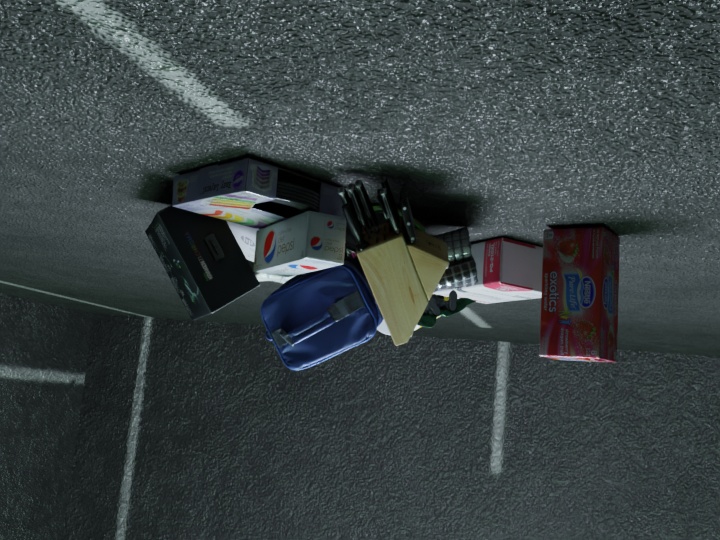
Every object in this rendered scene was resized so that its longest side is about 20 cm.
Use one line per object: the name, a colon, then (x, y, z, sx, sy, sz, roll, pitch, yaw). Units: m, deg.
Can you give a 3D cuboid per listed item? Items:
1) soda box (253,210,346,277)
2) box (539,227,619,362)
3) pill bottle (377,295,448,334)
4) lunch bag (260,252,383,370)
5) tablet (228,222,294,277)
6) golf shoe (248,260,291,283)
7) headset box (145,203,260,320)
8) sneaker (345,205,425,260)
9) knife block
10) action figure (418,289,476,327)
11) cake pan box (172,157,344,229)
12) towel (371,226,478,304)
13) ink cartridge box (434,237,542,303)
soda box: (-0.093, -0.035, 1.190, 0.063, 0.069, 0.199, 8, 171, -28)
box: (0.344, 0.039, 1.267, 0.098, 0.204, 0.095, -1, 171, 34)
pill bottle: (0.102, 0.058, 1.616, 0.113, 0.117, 0.199, 0, -169, 32)
lunch bag: (-0.065, 0.067, 1.301, 0.198, 0.137, 0.132, -27, -176, 15)
tablet: (-0.183, -0.043, 1.383, 0.197, 0.014, 0.131, 20, 154, 23)
golf shoe: (-0.147, 0.004, 1.503, 0.197, 0.079, 0.098, -4, 138, 37)
headset box: (-0.257, -0.022, 1.301, 0.092, 0.176, 0.200, -29, -177, -21)
sneaker: (0.004, -0.056, 1.257, 0.196, 0.085, 0.077, 2, 171, 12)
knife block: (0.025, -0.018, 1.108, 0.173, 0.202, 0.064, 22, -155, -8)
action figure: (0.093, 0.056, 1.355, 0.116, 0.056, 0.199, -14, -175, -23)
cake pan box: (-0.143, -0.105, 1.164, 0.198, 0.053, 0.182, -4, 169, 45)
towel: (0.099, -0.003, 1.257, 0.163, 0.087, 0.200, -14, -177, 8)
ink cartridge box: (0.245, 0.005, 1.482, 0.143, 0.086, 0.199, 11, 168, -30)
